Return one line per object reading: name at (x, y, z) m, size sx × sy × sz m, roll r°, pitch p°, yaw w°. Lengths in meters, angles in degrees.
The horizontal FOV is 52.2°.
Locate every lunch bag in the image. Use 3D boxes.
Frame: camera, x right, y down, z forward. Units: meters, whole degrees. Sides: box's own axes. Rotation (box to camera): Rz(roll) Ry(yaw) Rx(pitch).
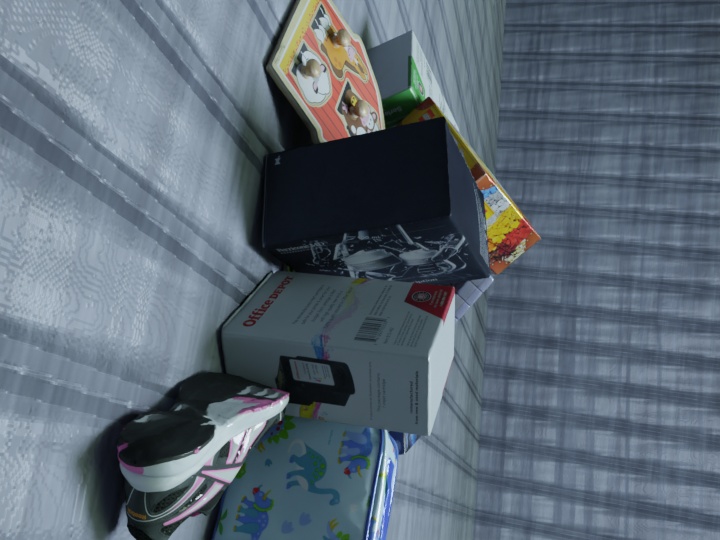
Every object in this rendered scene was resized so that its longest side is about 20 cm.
lunch bag at (-0.048, 0.226, 0.683) m, size 0.083 × 0.157 × 0.204 m, roll 67°, pitch 29°, yaw -55°

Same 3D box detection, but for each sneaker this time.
sneaker at (-0.126, 0.144, 0.582) m, size 0.199 × 0.079 × 0.089 m, roll -17°, pitch 120°, yaw -65°

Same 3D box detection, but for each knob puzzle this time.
knob puzzle at (-0.016, -0.212, 0.846) m, size 0.218 × 0.030 × 0.225 m, roll 29°, pitch 54°, yaw -50°

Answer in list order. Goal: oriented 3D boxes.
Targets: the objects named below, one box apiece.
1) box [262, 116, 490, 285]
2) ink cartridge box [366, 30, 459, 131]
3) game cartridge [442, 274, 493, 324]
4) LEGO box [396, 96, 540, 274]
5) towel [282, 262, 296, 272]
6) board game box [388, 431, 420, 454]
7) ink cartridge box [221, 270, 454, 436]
box at (0.022, -0.055, 0.781) m, size 0.182 × 0.195 × 0.107 m, roll 41°, pitch 44°, yaw -60°
ink cartridge box at (0.082, -0.226, 1.107) m, size 0.201 × 0.081 × 0.149 m, roll 54°, pitch 28°, yaw -40°
game cartridge at (0.097, 0.025, 0.927) m, size 0.131 × 0.038 × 0.200 m, roll -53°, pitch -168°, yaw 11°
LEGO box at (0.135, -0.114, 0.975) m, size 0.148 × 0.077 × 0.202 m, roll 39°, pitch 18°, yaw -39°
towel at (-0.057, 0.064, 0.880) m, size 0.143 × 0.022 × 0.205 m, roll -34°, pitch 124°, yaw -70°
board game box at (0.055, 0.208, 1.203) m, size 0.200 × 0.060 × 0.205 m, roll 59°, pitch 28°, yaw -67°
ink cartridge box at (-0.015, 0.072, 0.713) m, size 0.146 × 0.195 × 0.085 m, roll -55°, pitch 147°, yaw -61°
